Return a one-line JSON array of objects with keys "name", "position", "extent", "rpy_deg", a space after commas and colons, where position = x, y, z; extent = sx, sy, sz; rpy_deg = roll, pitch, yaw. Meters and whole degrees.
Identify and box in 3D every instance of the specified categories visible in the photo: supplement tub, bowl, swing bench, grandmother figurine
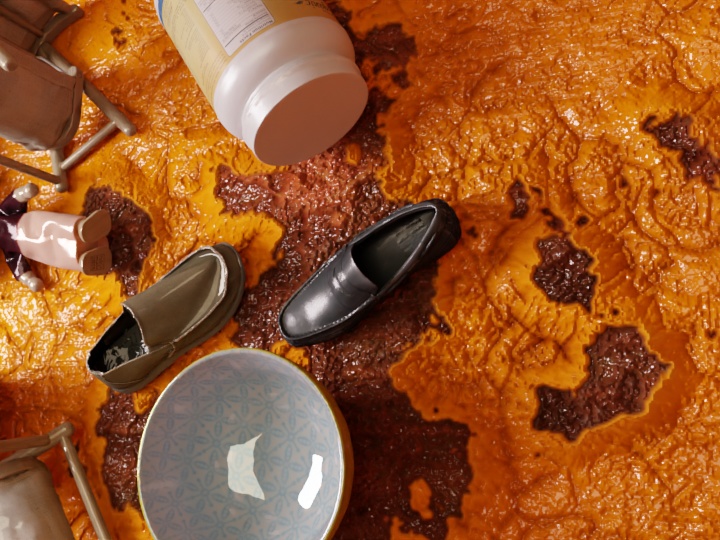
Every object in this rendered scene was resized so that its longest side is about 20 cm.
[{"name": "supplement tub", "position": [-0.094, -0.215, 0.771], "extent": [0.144, 0.145, 0.201], "rpy_deg": [-37, 71, 12]}, {"name": "bowl", "position": [-0.086, 0.172, 0.722], "extent": [0.198, 0.108, 0.202], "rpy_deg": [-3, 80, 20]}, {"name": "swing bench", "position": [-0.356, 0.289, 0.794], "extent": [0.199, 0.130, 0.200], "rpy_deg": [-36, 71, 18]}, {"name": "grandmother figurine", "position": [-0.365, -0.037, 0.896], "extent": [0.198, 0.060, 0.122], "rpy_deg": [12, 98, 25]}, {"name": "swing bench", "position": [-0.371, -0.216, 0.850], "extent": [0.129, 0.199, 0.201], "rpy_deg": [-34, 70, 13]}]

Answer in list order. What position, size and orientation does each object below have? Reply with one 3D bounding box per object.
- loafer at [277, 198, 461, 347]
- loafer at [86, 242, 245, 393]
[{"name": "loafer", "position": [0.000, 0.000, 0.737], "extent": [0.200, 0.070, 0.068], "rpy_deg": [-36, 70, 13]}, {"name": "loafer", "position": [-0.195, 0.050, 0.806], "extent": [0.200, 0.070, 0.075], "rpy_deg": [-45, 69, 9]}]
